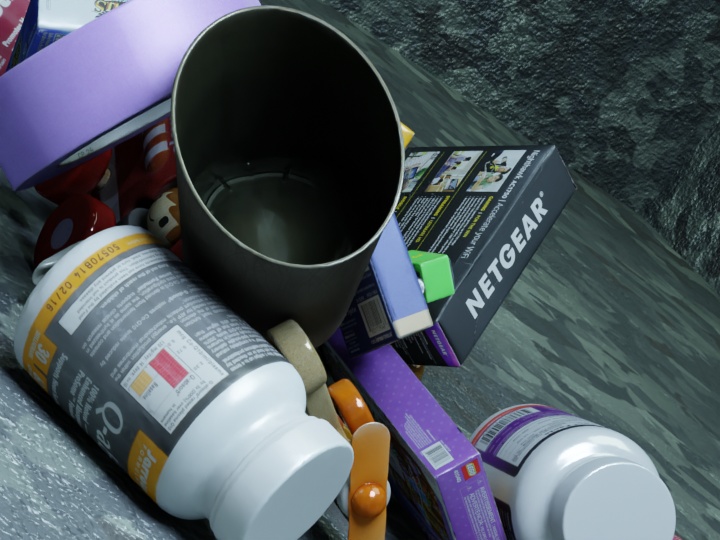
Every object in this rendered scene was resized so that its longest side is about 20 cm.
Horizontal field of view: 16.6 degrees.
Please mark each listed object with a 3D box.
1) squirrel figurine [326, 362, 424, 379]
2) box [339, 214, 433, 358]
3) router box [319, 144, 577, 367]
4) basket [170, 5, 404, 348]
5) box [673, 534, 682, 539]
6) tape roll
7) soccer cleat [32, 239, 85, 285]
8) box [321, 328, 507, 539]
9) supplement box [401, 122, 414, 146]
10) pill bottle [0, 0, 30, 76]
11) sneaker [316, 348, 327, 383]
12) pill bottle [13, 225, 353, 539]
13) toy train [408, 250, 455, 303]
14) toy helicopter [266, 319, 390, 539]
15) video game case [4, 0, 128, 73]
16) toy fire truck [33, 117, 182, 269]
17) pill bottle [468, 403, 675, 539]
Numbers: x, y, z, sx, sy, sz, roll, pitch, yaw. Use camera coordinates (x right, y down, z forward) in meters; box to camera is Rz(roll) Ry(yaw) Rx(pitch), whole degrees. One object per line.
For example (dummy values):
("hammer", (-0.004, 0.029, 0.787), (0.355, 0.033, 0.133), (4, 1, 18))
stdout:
("squirrel figurine", (0.040, 0.003, 2.057), (0.141, 0.187, 0.200), (36, 11, -8))
("box", (-0.013, -0.045, 1.672), (0.201, 0.032, 0.121), (69, -17, 2))
("router box", (0.055, -0.014, 1.888), (0.149, 0.200, 0.051), (1, -46, 41))
("basket", (-0.052, -0.037, 1.548), (0.200, 0.135, 0.181), (103, -28, -63))
("box", (0.220, 0.266, 1.810), (0.099, 0.096, 0.200), (31, 13, -35))
("tape roll", (-0.153, -0.127, 1.612), (0.066, 0.199, 0.200), (60, 11, -1))
("soccer cleat", (-0.139, 0.062, 1.593), (0.077, 0.069, 0.200), (-16, 57, -39))
("box", (0.038, 0.127, 1.769), (0.200, 0.039, 0.137), (50, -16, 47))
("supplement box", (-0.060, -0.060, 1.926), (0.109, 0.200, 0.110), (37, 2, -3))
("pill bottle", (-0.307, -0.212, 2.005), (0.200, 0.114, 0.114), (38, 11, -3))
("sneaker", (-0.104, 0.014, 1.797), (0.202, 0.067, 0.108), (56, 16, 16))
("pill bottle", (-0.105, 0.075, 1.479), (0.200, 0.117, 0.116), (43, 12, 22))
("toy train", (0.000, 0.000, 1.789), (0.056, 0.042, 0.200), (-18, 14, -28))
("toy helicopter", (-0.023, 0.103, 1.568), (0.133, 0.079, 0.200), (57, -9, 34))
("video game case", (-0.171, -0.144, 1.861), (0.180, 0.046, 0.200), (5, -23, -16))
("toy fire truck", (-0.135, -0.058, 1.730), (0.112, 0.168, 0.201), (31, 34, -34))
("pill bottle", (0.148, 0.160, 1.743), (0.111, 0.112, 0.200), (35, -5, -15))
